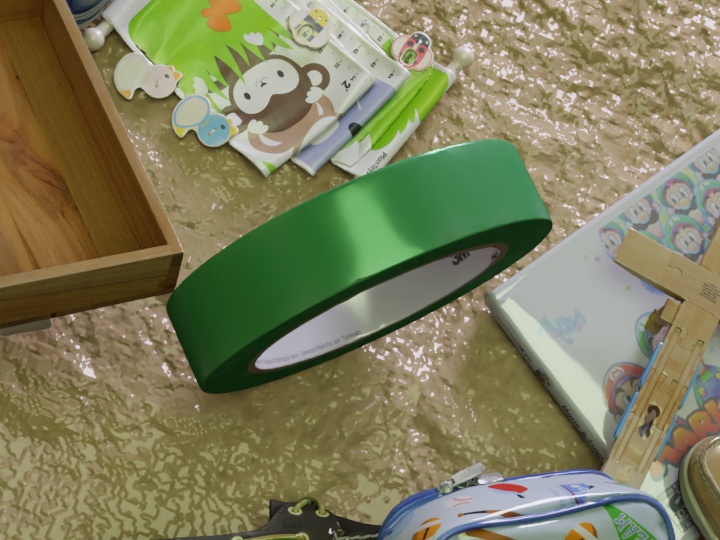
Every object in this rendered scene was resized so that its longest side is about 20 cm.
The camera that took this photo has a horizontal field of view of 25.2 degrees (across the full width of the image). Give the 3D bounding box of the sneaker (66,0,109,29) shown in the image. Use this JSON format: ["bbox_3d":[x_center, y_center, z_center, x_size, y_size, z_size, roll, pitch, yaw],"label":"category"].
[{"bbox_3d":[-0.129,-0.229,0.920,0.078,0.089,0.201,30,64,-25],"label":"sneaker"}]

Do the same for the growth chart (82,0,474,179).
[{"bbox_3d":[-0.051,-0.126,0.956,0.200,0.018,0.145,33,73,1],"label":"growth chart"}]

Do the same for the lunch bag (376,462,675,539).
[{"bbox_3d":[0.080,0.197,0.820,0.160,0.076,0.201,-7,100,-20],"label":"lunch bag"}]

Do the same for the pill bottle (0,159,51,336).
[{"bbox_3d":[-0.266,-0.004,0.834,0.199,0.114,0.115,-7,76,-11],"label":"pill bottle"}]

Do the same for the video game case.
[{"bbox_3d":[0.203,0.034,0.951,0.200,0.024,0.182,-34,83,-16],"label":"video game case"}]

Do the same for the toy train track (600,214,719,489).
[{"bbox_3d":[0.175,0.052,0.911,0.114,0.033,0.200,29,70,0],"label":"toy train track"}]

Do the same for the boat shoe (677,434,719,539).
[{"bbox_3d":[0.256,0.156,0.858,0.072,0.076,0.200,-40,72,-20],"label":"boat shoe"}]

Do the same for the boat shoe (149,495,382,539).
[{"bbox_3d":[-0.044,0.151,0.851,0.200,0.072,0.061,-12,81,-10],"label":"boat shoe"}]

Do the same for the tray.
[{"bbox_3d":[-0.171,-0.065,0.806,0.098,0.037,0.200,-12,56,-26],"label":"tray"}]

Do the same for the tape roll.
[{"bbox_3d":[0.000,0.000,0.833,0.200,0.200,0.048,-23,79,-15],"label":"tape roll"}]
